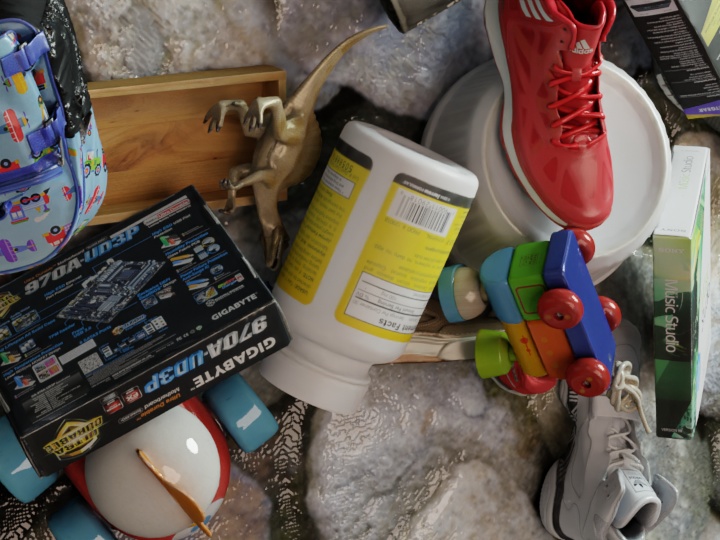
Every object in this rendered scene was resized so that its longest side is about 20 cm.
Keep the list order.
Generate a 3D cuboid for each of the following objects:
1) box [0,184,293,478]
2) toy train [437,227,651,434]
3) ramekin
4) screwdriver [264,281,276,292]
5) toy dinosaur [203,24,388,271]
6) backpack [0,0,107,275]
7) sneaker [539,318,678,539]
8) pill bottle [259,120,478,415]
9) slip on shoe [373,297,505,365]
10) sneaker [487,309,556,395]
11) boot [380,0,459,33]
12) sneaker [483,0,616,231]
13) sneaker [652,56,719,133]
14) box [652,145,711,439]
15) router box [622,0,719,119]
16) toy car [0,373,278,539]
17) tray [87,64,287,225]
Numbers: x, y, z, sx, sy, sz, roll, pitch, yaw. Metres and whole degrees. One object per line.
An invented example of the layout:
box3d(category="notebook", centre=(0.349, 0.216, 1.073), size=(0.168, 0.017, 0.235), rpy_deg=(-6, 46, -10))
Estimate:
box3d(category="box", centre=(-0.168, 0.039, 1.465), size=(0.199, 0.159, 0.046), rpy_deg=(-29, 132, -10))
box3d(category="toy train", centre=(0.140, 0.064, 1.595), size=(0.085, 0.115, 0.201), rpy_deg=(-72, 146, -45))
box3d(category="ramekin", centre=(0.151, -0.080, 1.638), size=(0.201, 0.094, 0.204), rpy_deg=(2, 83, -17))
box3d(category="screwdriver", centre=(-0.057, 0.004, 1.620), size=(0.199, 0.028, 0.029), rpy_deg=(-32, 88, -20))
box3d(category="toy dinosaur", centre=(-0.059, -0.104, 1.543), size=(0.101, 0.058, 0.201), rpy_deg=(11, 104, -47))
box3d(category="backpack", centre=(-0.263, -0.078, 1.396), size=(0.181, 0.135, 0.201), rpy_deg=(-10, 120, 3))
box3d(category="sneaker", centre=(0.221, 0.146, 1.769), size=(0.075, 0.115, 0.201), rpy_deg=(8, 99, -32))
box3d(category="pill bottle", centre=(0.000, 0.000, 1.551), size=(0.111, 0.111, 0.201), rpy_deg=(20, 100, -33))
box3d(category="slip on shoe", centre=(0.044, 0.044, 1.655), size=(0.199, 0.076, 0.061), rpy_deg=(-5, 87, -10))
box3d(category="sneaker", centre=(0.170, 0.011, 1.721), size=(0.077, 0.085, 0.201), rpy_deg=(19, 94, -34))
box3d(category="boot", centre=(0.107, -0.246, 1.611), size=(0.200, 0.182, 0.073), rpy_deg=(-38, 76, 3))
box3d(category="sneaker", centre=(0.150, -0.132, 1.533), size=(0.078, 0.115, 0.201), rpy_deg=(-20, 86, -17))
box3d(category="sneaker", centre=(0.328, -0.138, 1.770), size=(0.200, 0.090, 0.067), rpy_deg=(40, 81, -32))
box3d(category="box", centre=(0.268, 0.018, 1.735), size=(0.145, 0.036, 0.201), rpy_deg=(-67, 154, -53))
box3d(category="router box", centre=(0.287, -0.248, 1.693), size=(0.158, 0.052, 0.200), rpy_deg=(55, 50, -31))
box3d(category="toy car", centre=(-0.145, 0.144, 1.490), size=(0.184, 0.200, 0.177), rpy_deg=(-39, 120, -6))
box3d(category="tray", centre=(-0.150, -0.092, 1.535), size=(0.199, 0.037, 0.099), rpy_deg=(-8, 108, -28))
